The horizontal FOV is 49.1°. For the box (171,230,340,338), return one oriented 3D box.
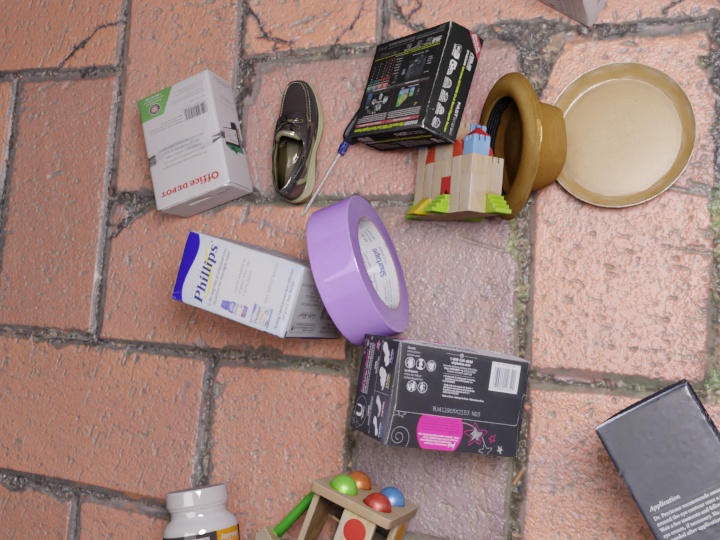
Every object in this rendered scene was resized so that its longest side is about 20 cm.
[{"bbox_3d":[-0.140,0.024,1.168,0.198,0.184,0.106,18,92,24],"label":"box"}]

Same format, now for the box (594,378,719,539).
[{"bbox_3d":[0.382,0.242,0.920,0.117,0.196,0.201,-31,73,17],"label":"box"}]

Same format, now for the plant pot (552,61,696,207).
[{"bbox_3d":[0.352,-0.184,1.077,0.198,0.027,0.202,-3,83,21],"label":"plant pot"}]

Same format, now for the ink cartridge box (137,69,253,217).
[{"bbox_3d":[-0.273,-0.205,1.304,0.145,0.084,0.202,-17,78,20],"label":"ink cartridge box"}]

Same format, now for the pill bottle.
[{"bbox_3d":[-0.238,0.433,1.194,0.115,0.116,0.202,-12,79,20],"label":"pill bottle"}]

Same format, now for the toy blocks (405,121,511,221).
[{"bbox_3d":[0.135,-0.143,1.097,0.200,0.099,0.138,-179,95,-65],"label":"toy blocks"}]

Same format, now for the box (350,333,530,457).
[{"bbox_3d":[0.103,0.162,1.035,0.115,0.198,0.134,0,80,65],"label":"box"}]

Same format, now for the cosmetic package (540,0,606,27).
[{"bbox_3d":[0.254,-0.439,1.103,0.199,0.113,0.082,36,97,23],"label":"cosmetic package"}]

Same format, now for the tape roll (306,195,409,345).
[{"bbox_3d":[0.000,0.000,1.104,0.065,0.200,0.202,-20,76,18],"label":"tape roll"}]

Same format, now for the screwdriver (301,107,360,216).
[{"bbox_3d":[-0.039,-0.168,1.237,0.029,0.028,0.201,38,101,50],"label":"screwdriver"}]

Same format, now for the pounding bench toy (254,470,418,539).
[{"bbox_3d":[-0.043,0.358,1.118,0.198,0.124,0.157,20,91,23],"label":"pounding bench toy"}]

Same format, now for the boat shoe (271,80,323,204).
[{"bbox_3d":[-0.103,-0.209,1.245,0.073,0.065,0.202,-5,80,24],"label":"boat shoe"}]

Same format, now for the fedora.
[{"bbox_3d":[0.224,-0.167,1.071,0.081,0.201,0.203,-4,80,-15],"label":"fedora"}]

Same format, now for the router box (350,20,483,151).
[{"bbox_3d":[0.076,-0.255,1.120,0.199,0.062,0.151,9,81,60],"label":"router box"}]
